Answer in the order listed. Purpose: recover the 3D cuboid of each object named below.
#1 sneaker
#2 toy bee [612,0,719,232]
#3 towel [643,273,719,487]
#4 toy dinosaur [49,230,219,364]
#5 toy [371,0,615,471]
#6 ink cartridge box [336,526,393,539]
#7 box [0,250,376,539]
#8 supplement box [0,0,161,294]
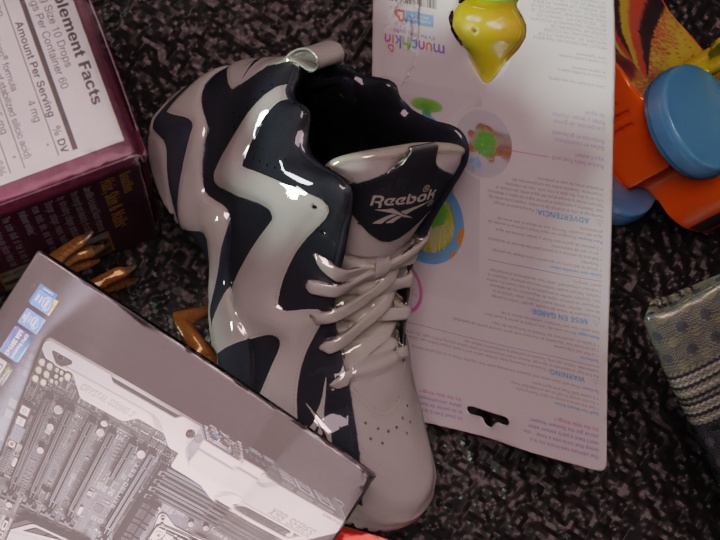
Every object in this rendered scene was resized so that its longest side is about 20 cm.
[{"bbox_3d":[0.000,0.000,1.031,0.079,0.129,0.201,-14,82,-38],"label":"sneaker"},{"bbox_3d":[0.132,-0.055,1.093,0.130,0.109,0.201,-3,112,37],"label":"toy bee"},{"bbox_3d":[0.234,0.045,1.042,0.199,0.035,0.193,-28,110,5],"label":"towel"},{"bbox_3d":[-0.108,0.046,1.064,0.198,0.061,0.107,-14,64,-17],"label":"toy dinosaur"},{"bbox_3d":[0.061,-0.030,1.056,0.115,0.047,0.202,14,117,35],"label":"toy"},{"bbox_3d":[-0.018,0.202,1.051,0.161,0.050,0.202,16,80,3],"label":"ink cartridge box"},{"bbox_3d":[-0.112,0.120,1.002,0.157,0.050,0.201,33,84,2],"label":"box"},{"bbox_3d":[-0.191,-0.040,1.065,0.199,0.131,0.104,-20,78,-6],"label":"supplement box"}]
